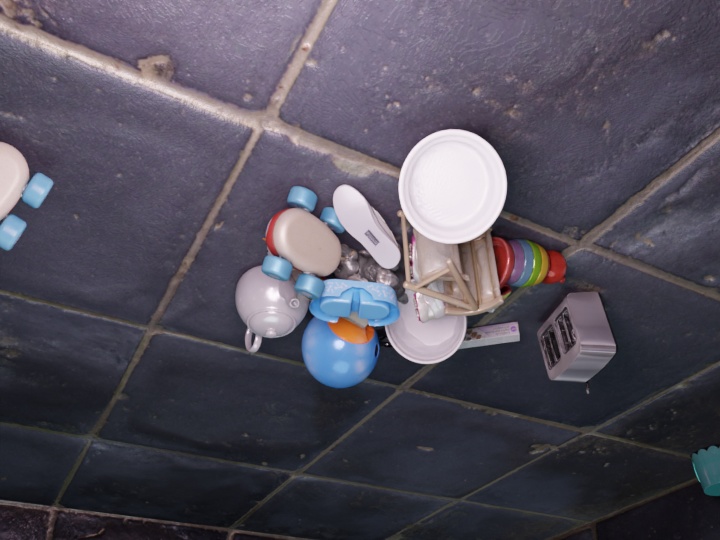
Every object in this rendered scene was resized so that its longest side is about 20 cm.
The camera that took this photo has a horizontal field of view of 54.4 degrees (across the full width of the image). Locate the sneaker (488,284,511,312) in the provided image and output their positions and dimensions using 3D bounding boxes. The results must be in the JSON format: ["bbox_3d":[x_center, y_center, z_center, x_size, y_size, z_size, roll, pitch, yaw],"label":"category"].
[{"bbox_3d":[0.288,0.026,1.672,0.090,0.079,0.198,-37,138,27],"label":"sneaker"}]

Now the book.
[{"bbox_3d":[-0.073,0.049,1.634,0.198,0.134,0.048,33,99,-37],"label":"book"}]

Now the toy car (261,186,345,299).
[{"bbox_3d":[-0.154,-0.056,1.487,0.175,0.188,0.198,30,162,-36],"label":"toy car"}]

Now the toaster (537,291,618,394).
[{"bbox_3d":[0.550,0.180,1.779,0.116,0.204,0.182,3,145,-14],"label":"toaster"}]

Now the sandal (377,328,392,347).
[{"bbox_3d":[0.080,0.188,1.897,0.196,0.044,0.076,-18,141,20],"label":"sandal"}]

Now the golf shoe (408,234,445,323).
[{"bbox_3d":[0.156,0.014,1.579,0.089,0.075,0.205,-8,104,6],"label":"golf shoe"}]

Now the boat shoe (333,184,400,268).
[{"bbox_3d":[0.017,-0.096,1.460,0.072,0.066,0.200,-40,99,15],"label":"boat shoe"}]

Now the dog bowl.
[{"bbox_3d":[-0.011,0.067,1.510,0.195,0.051,0.112,5,147,-2],"label":"dog bowl"}]

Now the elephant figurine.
[{"bbox_3d":[0.000,0.000,1.587,0.195,0.159,0.141,-1,178,16],"label":"elephant figurine"}]

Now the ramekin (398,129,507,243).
[{"bbox_3d":[0.168,-0.158,1.309,0.195,0.098,0.206,0,100,2],"label":"ramekin"}]

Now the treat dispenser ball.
[{"bbox_3d":[-0.050,0.191,1.759,0.195,0.205,0.203,-1,144,-1],"label":"treat dispenser ball"}]

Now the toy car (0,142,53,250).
[{"bbox_3d":[-0.711,-0.149,1.335,0.183,0.179,0.199,34,165,-22],"label":"toy car"}]

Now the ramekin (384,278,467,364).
[{"bbox_3d":[0.161,0.113,1.675,0.196,0.205,0.105,-13,-178,15],"label":"ramekin"}]

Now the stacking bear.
[{"bbox_3d":[0.382,-0.013,1.593,0.196,0.124,0.114,5,152,-26],"label":"stacking bear"}]

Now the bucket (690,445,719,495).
[{"bbox_3d":[1.379,0.763,2.667,0.202,0.137,0.209,0,145,0],"label":"bucket"}]

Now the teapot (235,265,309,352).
[{"bbox_3d":[-0.213,0.095,1.668,0.192,0.149,0.201,-8,145,9],"label":"teapot"}]

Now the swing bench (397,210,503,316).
[{"bbox_3d":[0.189,-0.030,1.473,0.128,0.203,0.199,-28,136,32],"label":"swing bench"}]

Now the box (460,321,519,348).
[{"bbox_3d":[0.332,0.178,1.900,0.195,0.039,0.042,-9,145,10],"label":"box"}]
